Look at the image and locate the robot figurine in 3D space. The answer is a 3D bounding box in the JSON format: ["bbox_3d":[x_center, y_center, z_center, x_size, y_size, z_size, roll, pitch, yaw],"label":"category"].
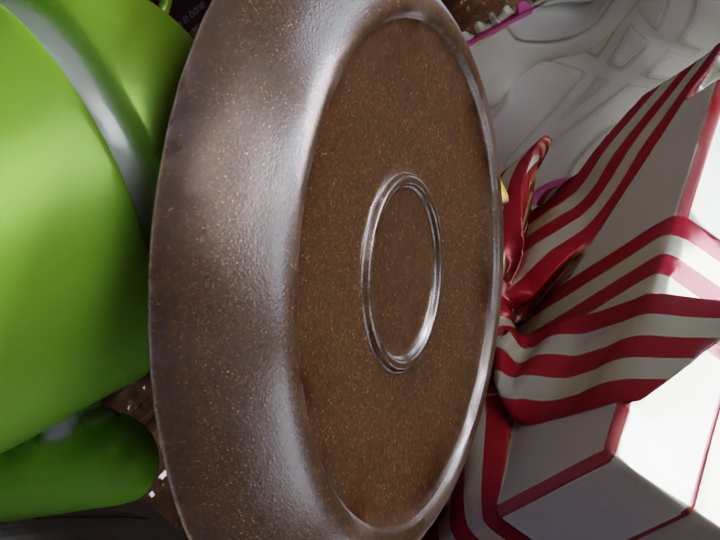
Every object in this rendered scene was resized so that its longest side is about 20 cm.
[{"bbox_3d":[-0.114,-0.007,0.663,0.199,0.116,0.176,-29,106,-25],"label":"robot figurine"}]

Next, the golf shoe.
[{"bbox_3d":[0.112,-0.077,0.902,0.075,0.200,0.092,-24,90,-49],"label":"golf shoe"}]

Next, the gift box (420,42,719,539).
[{"bbox_3d":[0.116,0.050,0.842,0.186,0.200,0.185,34,47,-16],"label":"gift box"}]

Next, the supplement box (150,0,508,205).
[{"bbox_3d":[-0.049,-0.083,0.841,0.085,0.110,0.201,-17,78,-41],"label":"supplement box"}]

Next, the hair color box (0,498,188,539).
[{"bbox_3d":[-0.066,0.129,0.674,0.109,0.200,0.065,1,110,-35],"label":"hair color box"}]

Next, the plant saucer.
[{"bbox_3d":[0.000,0.000,0.696,0.200,0.032,0.201,2,90,-66],"label":"plant saucer"}]
